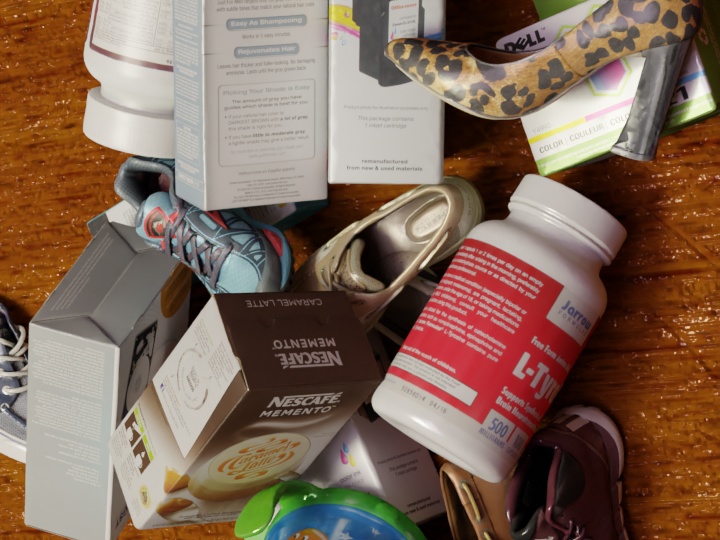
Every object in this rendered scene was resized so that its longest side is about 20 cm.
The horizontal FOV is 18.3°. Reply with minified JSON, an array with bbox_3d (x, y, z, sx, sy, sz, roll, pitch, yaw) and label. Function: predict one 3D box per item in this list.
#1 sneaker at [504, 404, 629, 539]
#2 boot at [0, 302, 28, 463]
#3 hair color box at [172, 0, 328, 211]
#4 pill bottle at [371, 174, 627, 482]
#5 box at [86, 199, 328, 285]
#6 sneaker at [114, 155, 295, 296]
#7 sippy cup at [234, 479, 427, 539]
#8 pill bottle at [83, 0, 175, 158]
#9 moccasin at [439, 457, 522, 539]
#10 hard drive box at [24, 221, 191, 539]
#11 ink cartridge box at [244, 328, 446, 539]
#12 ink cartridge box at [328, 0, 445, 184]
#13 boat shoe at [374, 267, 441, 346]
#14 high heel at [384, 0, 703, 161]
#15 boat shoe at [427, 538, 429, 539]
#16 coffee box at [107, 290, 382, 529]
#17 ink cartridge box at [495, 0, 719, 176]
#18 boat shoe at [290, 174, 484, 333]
[{"bbox_3d":[0.145,0.203,1.606,0.076,0.115,0.201,-10,92,35],"label":"sneaker"},{"bbox_3d":[-0.304,0.090,1.917,0.200,0.073,0.091,29,118,28],"label":"boot"},{"bbox_3d":[-0.079,-0.150,1.613,0.061,0.099,0.201,-151,59,-60],"label":"hair color box"},{"bbox_3d":[0.102,0.038,1.576,0.112,0.112,0.200,28,83,28],"label":"pill bottle"},{"bbox_3d":[-0.124,-0.044,1.788,0.200,0.049,0.082,-29,81,34],"label":"box"},{"bbox_3d":[-0.124,-0.021,1.671,0.200,0.095,0.079,48,120,45],"label":"sneaker"},{"bbox_3d":[-0.024,0.249,1.626,0.178,0.130,0.140,27,126,1],"label":"sippy cup"},{"bbox_3d":[-0.147,-0.192,1.674,0.109,0.109,0.201,21,109,30],"label":"pill bottle"},{"bbox_3d":[0.093,0.230,1.652,0.074,0.078,0.202,30,131,57],"label":"moccasin"},{"bbox_3d":[-0.198,0.089,1.757,0.077,0.156,0.200,15,126,11],"label":"hard drive box"},{"bbox_3d":[-0.040,0.125,1.737,0.145,0.084,0.200,-28,80,34],"label":"ink cartridge box"},{"bbox_3d":[0.019,-0.169,1.604,0.083,0.146,0.201,0,99,1],"label":"ink cartridge box"},{"bbox_3d":[0.061,0.040,1.670,0.200,0.063,0.071,33,113,24],"label":"boat shoe"},{"bbox_3d":[0.122,-0.167,1.484,0.200,0.071,0.143,17,114,8],"label":"high heel"},{"bbox_3d":[0.062,0.302,1.711,0.072,0.061,0.202,-27,82,35],"label":"boat shoe"},{"bbox_3d":[-0.087,0.102,1.609,0.200,0.114,0.080,-52,50,45],"label":"coffee box"},{"bbox_3d":[0.167,-0.185,1.553,0.148,0.076,0.200,-21,87,34],"label":"ink cartridge box"},{"bbox_3d":[0.000,0.000,1.627,0.200,0.065,0.072,-37,79,19],"label":"boat shoe"}]
